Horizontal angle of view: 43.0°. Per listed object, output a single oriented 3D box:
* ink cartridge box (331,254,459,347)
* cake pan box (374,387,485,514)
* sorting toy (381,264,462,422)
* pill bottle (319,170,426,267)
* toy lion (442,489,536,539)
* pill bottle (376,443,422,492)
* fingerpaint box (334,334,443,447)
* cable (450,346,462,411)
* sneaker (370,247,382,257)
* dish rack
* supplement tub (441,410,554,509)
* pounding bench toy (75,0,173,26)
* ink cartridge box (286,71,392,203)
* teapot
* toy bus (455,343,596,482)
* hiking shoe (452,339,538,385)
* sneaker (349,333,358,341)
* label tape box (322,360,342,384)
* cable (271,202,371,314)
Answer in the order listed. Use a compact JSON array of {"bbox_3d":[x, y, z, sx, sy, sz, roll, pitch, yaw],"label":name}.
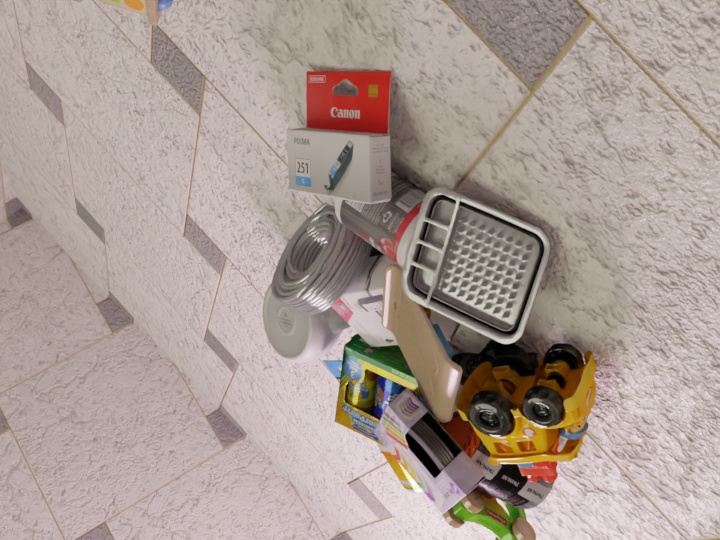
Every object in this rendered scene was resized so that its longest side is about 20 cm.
[{"bbox_3d":[0.057,0.049,1.522,0.199,0.085,0.146,-12,131,47],"label":"ink cartridge box"},{"bbox_3d":[0.107,0.294,1.475,0.184,0.052,0.200,47,160,12],"label":"cake pan box"},{"bbox_3d":[0.094,0.110,1.385,0.201,0.036,0.186,59,163,29],"label":"sorting toy"},{"bbox_3d":[0.030,-0.097,1.388,0.199,0.111,0.111,37,154,27],"label":"pill bottle"},{"bbox_3d":[0.219,0.395,1.659,0.199,0.193,0.069,34,119,-17],"label":"toy lion"},{"bbox_3d":[0.099,0.376,1.993,0.111,0.111,0.201,11,137,55],"label":"pill bottle"},{"bbox_3d":[0.059,0.226,1.623,0.198,0.073,0.169,22,120,25],"label":"fingerpaint box"},{"bbox_3d":[0.170,0.220,1.682,0.199,0.069,0.201,17,141,50],"label":"cable"},{"bbox_3d":[0.000,0.000,1.646,0.087,0.075,0.199,51,158,-20],"label":"sneaker"},{"bbox_3d":[0.162,-0.010,1.269,0.198,0.043,0.174,26,112,26],"label":"dish rack"},{"bbox_3d":[0.232,0.323,1.578,0.199,0.124,0.122,30,166,-28],"label":"supplement tub"},{"bbox_3d":[-0.347,-0.513,1.422,0.154,0.203,0.124,16,158,-4],"label":"pounding bench toy"},{"bbox_3d":[-0.034,-0.196,1.316,0.199,0.044,0.179,14,109,49],"label":"ink cartridge box"},{"bbox_3d":[-0.101,0.091,1.882,0.201,0.145,0.198,56,132,26],"label":"teapot"},{"bbox_3d":[0.268,0.225,1.353,0.198,0.136,0.194,-13,111,37],"label":"toy bus"},{"bbox_3d":[0.221,0.146,1.489,0.198,0.076,0.102,7,126,45],"label":"hiking shoe"},{"bbox_3d":[0.007,0.157,1.830,0.200,0.089,0.067,129,128,-64],"label":"sneaker"},{"bbox_3d":[0.030,0.235,1.784,0.201,0.063,0.144,56,155,-12],"label":"label tape box"},{"bbox_3d":[-0.065,-0.022,1.532,0.069,0.202,0.199,35,134,-28],"label":"cable"}]
